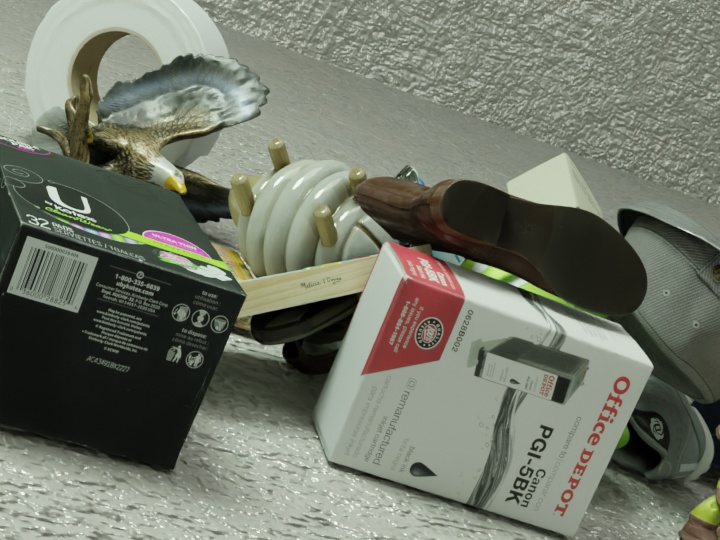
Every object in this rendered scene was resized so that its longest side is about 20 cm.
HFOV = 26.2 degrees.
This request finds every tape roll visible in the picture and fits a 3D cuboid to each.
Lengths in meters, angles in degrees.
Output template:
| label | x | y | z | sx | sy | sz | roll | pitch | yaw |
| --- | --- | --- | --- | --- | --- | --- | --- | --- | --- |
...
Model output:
| label | x | y | z | sx | sy | sz | roll | pitch | yaw |
| --- | --- | --- | --- | --- | --- | --- | --- | --- | --- |
| tape roll | -0.232 | -0.189 | 1.551 | 0.201 | 0.203 | 0.071 | 25 | 12 | 10 |

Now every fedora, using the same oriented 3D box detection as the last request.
| label | x | y | z | sx | sy | sz | roll | pitch | yaw |
| --- | --- | --- | --- | --- | --- | --- | --- | --- | --- |
| fedora | 0.266 | 0.039 | 1.264 | 0.200 | 0.090 | 0.177 | 46 | -9 | -4 |

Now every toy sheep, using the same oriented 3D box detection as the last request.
| label | x | y | z | sx | sy | sz | roll | pitch | yaw |
| --- | --- | --- | --- | --- | --- | --- | --- | --- | --- |
| toy sheep | -0.034 | -0.033 | 1.315 | 0.199 | 0.139 | 0.138 | 27 | 12 | 34 |

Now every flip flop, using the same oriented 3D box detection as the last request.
| label | x | y | z | sx | sy | sz | roll | pitch | yaw |
| --- | --- | --- | --- | --- | --- | --- | --- | --- | --- |
| flip flop | -0.032 | 0.054 | 1.229 | 0.081 | 0.058 | 0.200 | -11 | -7 | 7 |

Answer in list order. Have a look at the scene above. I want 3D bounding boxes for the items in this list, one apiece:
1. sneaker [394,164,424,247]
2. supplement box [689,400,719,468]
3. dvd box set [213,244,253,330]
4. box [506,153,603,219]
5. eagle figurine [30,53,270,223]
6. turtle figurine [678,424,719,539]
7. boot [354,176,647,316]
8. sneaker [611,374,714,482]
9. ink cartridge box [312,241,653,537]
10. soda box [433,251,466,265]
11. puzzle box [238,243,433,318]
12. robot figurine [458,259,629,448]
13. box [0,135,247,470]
| label | x | y | z | sx | sy | sz | roll | pitch | yaw |
| --- | --- | --- | --- | --- | --- | --- | --- | --- | --- |
| sneaker | 0.046 | -0.032 | 1.532 | 0.090 | 0.078 | 0.200 | 39 | -21 | 9 |
| supplement box | 0.392 | 0.120 | 1.487 | 0.199 | 0.135 | 0.200 | 29 | 11 | -11 |
| dvd box set | -0.185 | -0.011 | 1.285 | 0.199 | 0.030 | 0.146 | 18 | 13 | -21 |
| box | 0.186 | -0.021 | 1.407 | 0.082 | 0.068 | 0.200 | 54 | 18 | -26 |
| eagle figurine | -0.193 | -0.111 | 1.447 | 0.199 | 0.152 | 0.152 | -15 | 74 | -45 |
| turtle figurine | 0.305 | 0.146 | 1.211 | 0.064 | 0.162 | 0.200 | 26 | 13 | 11 |
| boot | 0.100 | -0.023 | 1.177 | 0.186 | 0.065 | 0.200 | 28 | -8 | -17 |
| sneaker | 0.229 | 0.096 | 1.358 | 0.115 | 0.075 | 0.201 | -1 | 54 | -48 |
| ink cartridge box | 0.086 | 0.086 | 1.102 | 0.199 | 0.148 | 0.083 | 19 | 14 | -15 |
| soda box | 0.125 | 0.021 | 1.406 | 0.201 | 0.068 | 0.064 | 59 | 16 | 2 |
| puzzle box | -0.060 | 0.014 | 1.143 | 0.199 | 0.026 | 0.133 | -12 | 0 | -37 |
| robot figurine | 0.133 | 0.069 | 1.243 | 0.201 | 0.175 | 0.116 | 59 | 19 | 22 |
| box | -0.180 | 0.013 | 0.979 | 0.148 | 0.125 | 0.200 | 19 | 12 | -24 |
